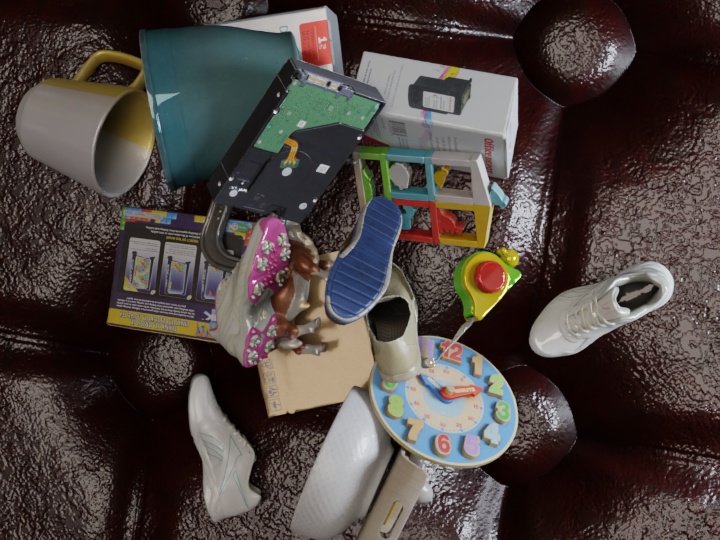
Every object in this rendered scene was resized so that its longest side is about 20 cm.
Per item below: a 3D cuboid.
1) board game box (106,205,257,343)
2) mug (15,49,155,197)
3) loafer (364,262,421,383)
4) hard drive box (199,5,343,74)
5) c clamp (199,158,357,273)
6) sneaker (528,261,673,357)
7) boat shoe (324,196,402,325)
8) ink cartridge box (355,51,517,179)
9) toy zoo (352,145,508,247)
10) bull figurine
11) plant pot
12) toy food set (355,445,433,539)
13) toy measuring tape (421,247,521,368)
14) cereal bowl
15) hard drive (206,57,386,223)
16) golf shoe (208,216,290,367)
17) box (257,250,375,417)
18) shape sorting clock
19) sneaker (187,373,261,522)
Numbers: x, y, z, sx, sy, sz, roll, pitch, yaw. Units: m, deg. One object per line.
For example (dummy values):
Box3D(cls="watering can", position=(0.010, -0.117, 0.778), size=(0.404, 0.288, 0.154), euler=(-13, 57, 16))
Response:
Box3D(cls="board game box", position=(-0.233, 0.006, 1.671), size=(0.199, 0.057, 0.167), euler=(8, 91, 18))
Box3D(cls="mug", position=(-0.372, -0.200, 1.688), size=(0.152, 0.187, 0.150), euler=(18, 126, 19))
Box3D(cls="loafer", position=(0.038, 0.050, 1.577), size=(0.075, 0.069, 0.201), euler=(-13, 45, -2))
Box3D(cls="hard drive box", position=(-0.125, -0.256, 1.652), size=(0.199, 0.077, 0.157), euler=(-8, 89, 11))
Box3D(cls="c clamp", position=(-0.119, -0.082, 1.598), size=(0.170, 0.027, 0.201), euler=(24, 89, 19))
Box3D(cls="sneaker", position=(0.299, 0.047, 1.557), size=(0.199, 0.099, 0.078), euler=(-31, 84, 9))
Box3D(cls="boat shoe", position=(0.000, 0.000, 1.554), size=(0.072, 0.201, 0.072), euler=(30, 140, -4))
Box3D(cls="ink cartridge box", position=(0.097, -0.194, 1.568), size=(0.199, 0.146, 0.083), euler=(11, 74, 10))
Box3D(cls="toy zoo", position=(0.091, -0.094, 1.586), size=(0.199, 0.020, 0.132), euler=(7, 127, 21))
Box3D(cls="bull figurine", position=(-0.087, 0.015, 1.621), size=(0.121, 0.065, 0.201), euler=(14, 92, 26))
Box3D(cls="plant pot", position=(-0.162, -0.214, 1.534), size=(0.187, 0.200, 0.201), euler=(-11, 88, -5))
Box3D(cls="toy food set", position=(0.051, 0.291, 1.554), size=(0.060, 0.200, 0.144), euler=(26, 95, 4))
Box3D(cls="toy measuring tape", position=(0.130, 0.036, 1.585), size=(0.074, 0.074, 0.200), euler=(43, 71, 8))
Box3D(cls="cereal bowl", position=(-0.012, 0.253, 1.569), size=(0.083, 0.200, 0.201), euler=(23, 94, 6))
Box3D(cls="hard drive", position=(-0.078, -0.152, 1.481), size=(0.200, 0.139, 0.038), euler=(-53, 46, 28))
Box3D(cls="golf shoe", position=(-0.146, 0.020, 1.557), size=(0.091, 0.075, 0.201), euler=(25, 113, 30))
Box3D(cls="box", position=(-0.067, 0.084, 1.667), size=(0.162, 0.021, 0.201), euler=(-13, 87, 10))
Box3D(cls="shape sorting clock", position=(0.107, 0.161, 1.563), size=(0.199, 0.200, 0.039), euler=(31, 131, 9))
Box3D(cls="sneaker", position=(-0.184, 0.234, 1.673), size=(0.080, 0.070, 0.202), euler=(-13, 94, 1))
